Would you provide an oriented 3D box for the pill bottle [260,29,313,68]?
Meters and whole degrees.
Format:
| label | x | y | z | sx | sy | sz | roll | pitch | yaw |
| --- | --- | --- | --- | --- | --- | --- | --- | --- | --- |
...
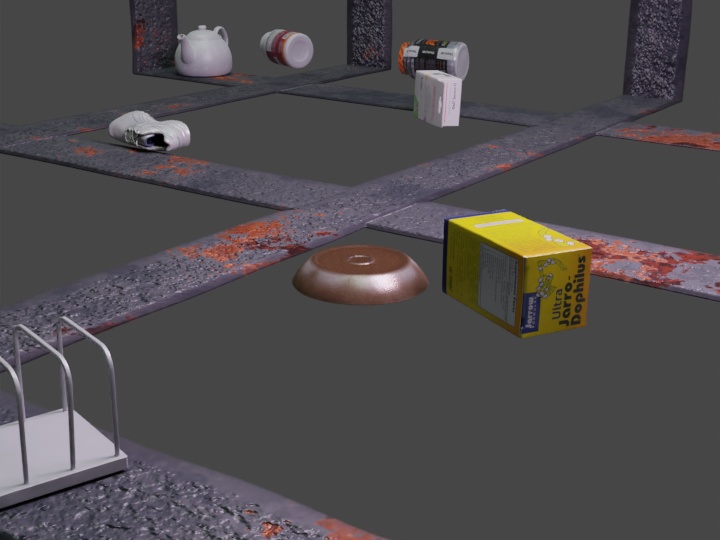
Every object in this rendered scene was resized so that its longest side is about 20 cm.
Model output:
| label | x | y | z | sx | sy | sz | roll | pitch | yaw |
| --- | --- | --- | --- | --- | --- | --- | --- | --- | --- |
| pill bottle | -0.249 | -0.735 | 3.717 | 0.111 | 0.115 | 0.199 | -11 | 21 | -31 |

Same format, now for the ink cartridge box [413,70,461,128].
| label | x | y | z | sx | sy | sz | roll | pitch | yaw |
| --- | --- | --- | --- | --- | --- | --- | --- | --- | --- |
| ink cartridge box | 0.195 | -0.421 | 2.765 | 0.066 | 0.119 | 0.200 | -2 | 18 | -17 |

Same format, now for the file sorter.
| label | x | y | z | sx | sy | sz | roll | pitch | yaw |
| --- | --- | --- | --- | --- | --- | --- | --- | --- | --- |
| file sorter | -0.339 | 0.132 | 1.051 | 0.197 | 0.127 | 0.138 | -12 | 23 | -36 |

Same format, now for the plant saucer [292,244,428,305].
| label | x | y | z | sx | sy | sz | roll | pitch | yaw |
| --- | --- | --- | --- | --- | --- | --- | --- | --- | --- |
| plant saucer | 0.000 | 0.000 | 1.611 | 0.196 | 0.037 | 0.201 | 1 | 18 | 0 |

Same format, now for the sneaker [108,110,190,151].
| label | x | y | z | sx | sy | sz | roll | pitch | yaw |
| --- | --- | --- | --- | --- | --- | --- | --- | --- | --- |
| sneaker | -0.471 | -0.300 | 2.454 | 0.196 | 0.076 | 0.087 | 8 | 24 | 22 |

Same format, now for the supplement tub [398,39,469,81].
| label | x | y | z | sx | sy | sz | roll | pitch | yaw |
| --- | --- | --- | --- | --- | --- | --- | --- | --- | --- |
| supplement tub | 0.222 | -0.638 | 3.423 | 0.197 | 0.125 | 0.122 | 9 | 20 | 25 |

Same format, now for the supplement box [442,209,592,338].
| label | x | y | z | sx | sy | sz | roll | pitch | yaw |
| --- | --- | --- | --- | --- | --- | --- | --- | --- | --- |
| supplement box | 0.203 | 0.000 | 1.497 | 0.108 | 0.111 | 0.200 | -8 | 20 | -25 |

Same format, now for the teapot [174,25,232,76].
| label | x | y | z | sx | sy | sz | roll | pitch | yaw |
| --- | --- | --- | --- | --- | --- | --- | --- | --- | --- |
| teapot | -0.491 | -0.692 | 3.526 | 0.194 | 0.149 | 0.200 | -5 | 18 | -18 |
